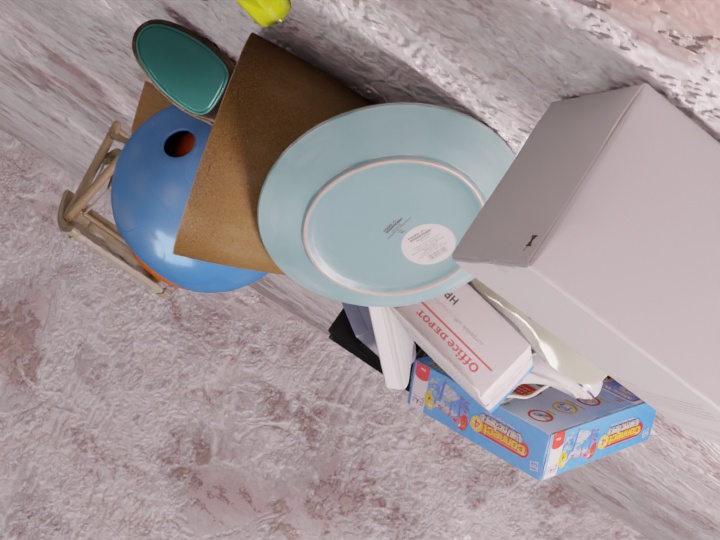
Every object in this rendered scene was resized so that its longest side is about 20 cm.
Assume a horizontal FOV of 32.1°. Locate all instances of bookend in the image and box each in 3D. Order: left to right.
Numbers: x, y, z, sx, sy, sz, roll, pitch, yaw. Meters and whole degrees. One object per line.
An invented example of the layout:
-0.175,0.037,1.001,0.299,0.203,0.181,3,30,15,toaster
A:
0.036,0.104,2.030,0.200,0.092,0.199,33,171,17,bookend

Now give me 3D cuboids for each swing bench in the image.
-0.349,-0.094,1.978,0.199,0.200,0.130,39,171,-33,swing bench

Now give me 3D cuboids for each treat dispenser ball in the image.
-0.157,-0.077,1.300,0.201,0.201,0.201,33,172,5,treat dispenser ball

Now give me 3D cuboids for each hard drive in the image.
0.033,0.016,1.226,0.026,0.132,0.200,3,152,10,hard drive

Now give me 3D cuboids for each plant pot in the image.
-0.025,-0.069,1.004,0.200,0.187,0.186,19,173,-5,plant pot

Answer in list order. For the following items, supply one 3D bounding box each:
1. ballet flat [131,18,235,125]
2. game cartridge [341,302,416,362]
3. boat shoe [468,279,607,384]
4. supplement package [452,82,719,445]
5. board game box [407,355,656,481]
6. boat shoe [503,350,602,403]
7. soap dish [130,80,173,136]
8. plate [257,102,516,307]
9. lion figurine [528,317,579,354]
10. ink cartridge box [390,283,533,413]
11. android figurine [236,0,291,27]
-0.123,-0.166,1.174,0.200,0.068,0.072,31,-168,-8,ballet flat
0.000,0.000,1.378,0.133,0.041,0.200,38,-152,-55,game cartridge
0.163,0.031,1.188,0.201,0.070,0.072,41,180,-22,boat shoe
0.177,0.003,0.716,0.200,0.120,0.121,35,174,-15,supplement package
0.191,0.144,1.393,0.196,0.056,0.200,-10,-153,-42,board game box
0.142,0.098,1.281,0.202,0.086,0.075,28,169,19,boat shoe
-0.196,-0.144,1.495,0.157,0.081,0.200,34,171,-2,soap dish
0.025,-0.037,0.919,0.200,0.200,0.026,39,-151,-35,plate
0.139,-0.007,1.010,0.122,0.072,0.200,46,172,-27,lion figurine
0.097,0.062,1.155,0.116,0.068,0.200,44,178,14,ink cartridge box
-0.120,-0.230,0.796,0.182,0.041,0.200,29,172,33,android figurine
